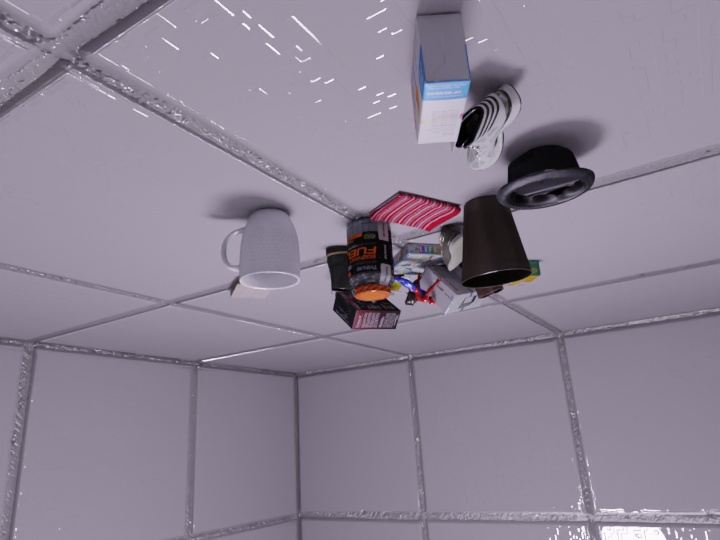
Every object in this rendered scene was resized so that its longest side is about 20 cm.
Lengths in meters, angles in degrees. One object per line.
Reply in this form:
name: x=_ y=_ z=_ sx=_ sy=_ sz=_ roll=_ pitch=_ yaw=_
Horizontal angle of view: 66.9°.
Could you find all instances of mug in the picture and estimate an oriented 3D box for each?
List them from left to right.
mug: x=-0.250 y=-0.054 z=1.355 sx=0.199 sy=0.176 sz=0.148 roll=-5 pitch=162 yaw=7

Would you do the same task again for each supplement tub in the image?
supplement tub: x=0.027 y=-0.028 z=1.450 sx=0.122 sy=0.201 sz=0.123 roll=-4 pitch=162 yaw=-1

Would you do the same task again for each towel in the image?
towel: x=-0.381 y=0.064 z=1.926 sx=0.132 sy=0.035 sz=0.200 roll=4 pitch=161 yaw=-20
towel: x=0.141 y=-0.146 z=1.399 sx=0.200 sy=0.023 sz=0.145 roll=8 pitch=158 yaw=-31

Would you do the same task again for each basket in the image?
basket: x=0.328 y=-0.074 z=1.368 sx=0.180 sy=0.201 sz=0.136 roll=-16 pitch=159 yaw=35

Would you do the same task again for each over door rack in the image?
over door rack: x=0.067 y=0.051 z=1.769 sx=0.199 sy=0.067 sz=0.148 roll=-2 pitch=157 yaw=2

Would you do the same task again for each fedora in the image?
fedora: x=0.385 y=-0.203 z=1.157 sx=0.200 sy=0.092 sz=0.201 roll=-3 pitch=162 yaw=-1

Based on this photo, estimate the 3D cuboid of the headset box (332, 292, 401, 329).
headset box: x=0.011 y=0.135 z=1.849 sx=0.200 sy=0.075 sz=0.149 roll=3 pitch=-159 yaw=-33

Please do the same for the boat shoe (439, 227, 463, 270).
boat shoe: x=0.265 y=-0.063 z=1.592 sx=0.072 sy=0.060 sz=0.202 roll=-42 pitch=157 yaw=-10

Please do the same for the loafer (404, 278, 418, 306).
loafer: x=0.216 y=0.062 z=1.830 sx=0.071 sy=0.200 sz=0.073 roll=29 pitch=130 yaw=18

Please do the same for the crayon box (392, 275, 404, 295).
crayon box: x=0.081 y=0.037 z=1.898 sx=0.127 sy=0.051 sz=0.200 roll=2 pitch=162 yaw=-8

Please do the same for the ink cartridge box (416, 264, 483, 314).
ink cartridge box: x=0.297 y=0.052 z=1.745 sx=0.200 sy=0.146 sz=0.084 roll=-6 pitch=132 yaw=-46

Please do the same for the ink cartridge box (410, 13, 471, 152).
ink cartridge box: x=0.117 y=-0.276 z=0.841 sx=0.068 sy=0.115 sz=0.200 roll=-4 pitch=162 yaw=2

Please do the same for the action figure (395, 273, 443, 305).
action figure: x=0.164 y=0.025 z=1.653 sx=0.200 sy=0.099 sz=0.065 roll=38 pitch=171 yaw=-15

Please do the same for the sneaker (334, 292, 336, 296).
sneaker: x=0.005 y=0.081 z=2.034 sx=0.199 sy=0.071 sz=0.076 roll=0 pitch=-179 yaw=0

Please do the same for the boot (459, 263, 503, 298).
boot: x=0.341 y=0.006 z=1.666 sx=0.072 sy=0.167 sz=0.200 roll=4 pitch=160 yaw=-37

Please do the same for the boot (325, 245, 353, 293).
boot: x=0.000 y=0.000 z=1.632 sx=0.199 sy=0.139 sz=0.077 roll=-4 pitch=162 yaw=-2

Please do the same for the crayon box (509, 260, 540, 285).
crayon box: x=0.502 y=0.010 z=1.890 sx=0.199 sy=0.058 sz=0.119 roll=0 pitch=161 yaw=-12

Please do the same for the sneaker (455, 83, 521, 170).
sneaker: x=0.200 y=-0.238 z=0.978 sx=0.115 sy=0.076 sz=0.201 roll=-28 pitch=159 yaw=-18

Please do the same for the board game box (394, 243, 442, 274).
board game box: x=0.178 y=-0.032 z=1.736 sx=0.134 sy=0.034 sz=0.200 roll=2 pitch=161 yaw=-17
